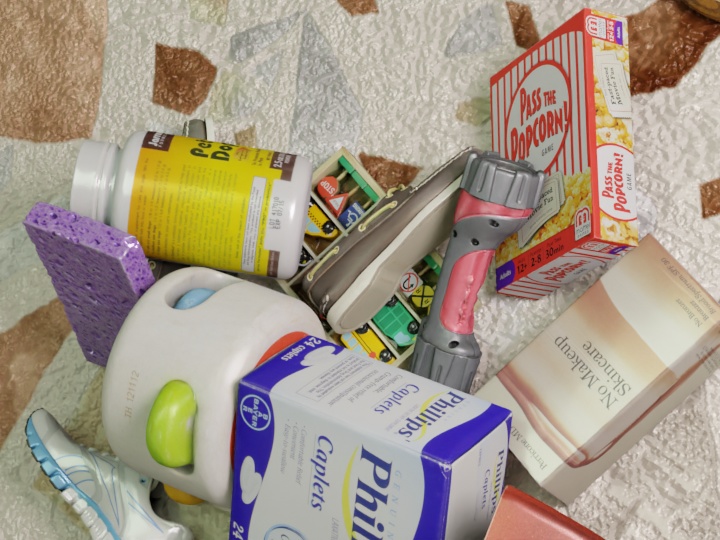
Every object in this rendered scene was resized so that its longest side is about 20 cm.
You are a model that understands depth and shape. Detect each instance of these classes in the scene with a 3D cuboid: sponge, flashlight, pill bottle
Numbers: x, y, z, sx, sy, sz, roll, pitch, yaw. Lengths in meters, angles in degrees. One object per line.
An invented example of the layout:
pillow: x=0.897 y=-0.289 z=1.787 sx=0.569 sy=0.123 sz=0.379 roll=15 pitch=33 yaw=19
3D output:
sponge: x=-0.218 y=0.027 z=1.642 sx=0.111 sy=0.200 sz=0.030 roll=20 pitch=58 yaw=27
flashlight: x=0.095 y=0.005 z=1.544 sx=0.068 sy=0.068 sz=0.201 roll=14 pitch=104 yaw=-1
pill bottle: x=-0.146 y=-0.059 z=1.620 sx=0.199 sy=0.109 sz=0.110 roll=9 pitch=74 yaw=0

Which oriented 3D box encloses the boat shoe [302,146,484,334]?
boat shoe: x=0.033 y=-0.036 z=1.596 sx=0.200 sy=0.072 sz=0.060 roll=-47 pitch=64 yaw=9

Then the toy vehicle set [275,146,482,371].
toy vehicle set: x=0.000 y=0.000 z=1.652 sx=0.124 sy=0.027 sz=0.200 roll=-43 pitch=62 yaw=4

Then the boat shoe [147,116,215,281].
boat shoe: x=-0.166 y=-0.046 z=1.708 sx=0.060 sy=0.072 sz=0.203 roll=6 pitch=76 yaw=-3

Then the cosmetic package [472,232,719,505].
cosmetic package: x=0.198 y=0.080 z=1.505 sx=0.200 sy=0.087 sz=0.103 roll=-44 pitch=63 yaw=4

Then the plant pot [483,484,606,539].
plant pot: x=0.163 y=0.296 z=1.398 sx=0.175 sy=0.200 sz=0.201 roll=20 pitch=81 yaw=15

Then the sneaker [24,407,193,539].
sneaker: x=-0.218 y=0.188 z=1.664 sx=0.087 sy=0.075 sz=0.200 roll=-41 pitch=69 yaw=-3

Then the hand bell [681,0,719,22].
hand bell: x=0.253 y=-0.255 z=1.613 sx=0.199 sy=0.104 sz=0.105 roll=25 pitch=83 yaw=15

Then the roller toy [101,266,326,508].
roller toy: x=-0.125 y=0.097 z=1.586 sx=0.139 sy=0.200 sz=0.183 roll=18 pitch=70 yaw=27

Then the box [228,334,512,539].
box: x=0.004 y=0.179 z=1.498 sx=0.199 sy=0.105 sz=0.185 roll=19 pitch=118 yaw=27

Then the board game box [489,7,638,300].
board game box: x=0.166 y=-0.094 z=1.555 sx=0.151 sy=0.046 sz=0.201 roll=-34 pitch=51 yaw=57
